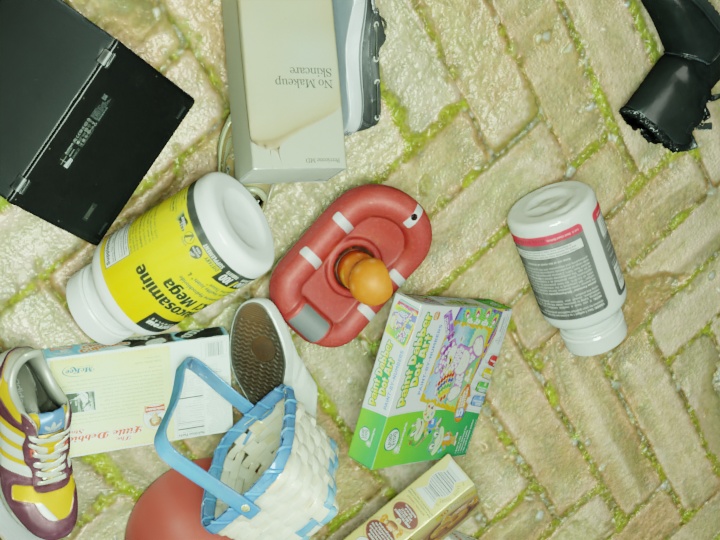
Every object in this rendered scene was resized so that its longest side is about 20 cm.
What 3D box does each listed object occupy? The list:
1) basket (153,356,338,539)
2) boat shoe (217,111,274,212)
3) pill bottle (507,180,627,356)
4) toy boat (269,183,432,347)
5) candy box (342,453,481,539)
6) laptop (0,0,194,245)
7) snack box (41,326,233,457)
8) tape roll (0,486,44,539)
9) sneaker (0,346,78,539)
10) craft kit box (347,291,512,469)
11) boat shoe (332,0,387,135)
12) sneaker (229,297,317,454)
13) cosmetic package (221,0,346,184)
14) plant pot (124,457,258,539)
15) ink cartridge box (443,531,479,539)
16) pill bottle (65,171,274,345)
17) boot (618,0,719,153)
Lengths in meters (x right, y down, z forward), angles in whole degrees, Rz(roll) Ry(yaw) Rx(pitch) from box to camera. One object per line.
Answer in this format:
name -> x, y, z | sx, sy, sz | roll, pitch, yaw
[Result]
basket -> -0.120, 0.191, 1.051 | 0.139, 0.177, 0.200 | -40, 107, 17
boat shoe -> -0.117, -0.093, 1.080 | 0.071, 0.076, 0.202 | 10, 101, -25
pill bottle -> 0.261, 0.001, 1.248 | 0.110, 0.111, 0.201 | -30, 114, -12
toy boat -> 0.000, 0.000, 1.126 | 0.200, 0.131, 0.130 | -49, 117, -3
candy box -> 0.055, 0.323, 1.257 | 0.200, 0.055, 0.116 | -37, 151, -8
laptop -> -0.307, -0.160, 1.019 | 0.188, 0.116, 0.200 | -55, 146, 1
snack box -> -0.241, 0.133, 1.116 | 0.198, 0.037, 0.117 | -6, 106, -21
tape roll -> -0.418, 0.305, 1.046 | 0.199, 0.066, 0.202 | -1, 92, -34
sneaker -> -0.326, 0.176, 1.026 | 0.075, 0.090, 0.201 | -21, 92, -46
craft kit box -> 0.086, 0.129, 1.205 | 0.197, 0.048, 0.201 | 5, 105, -48
boat shoe -> -0.001, -0.247, 1.093 | 0.066, 0.070, 0.202 | -13, 108, -37
sneaker -> -0.094, 0.115, 1.158 | 0.072, 0.085, 0.201 | -2, 112, 21
cosmetic package -> -0.079, -0.193, 1.032 | 0.103, 0.073, 0.202 | -4, 84, -22
plant pot -> -0.150, 0.335, 1.136 | 0.199, 0.177, 0.202 | -6, 107, -21
ink cartridge box -> 0.184, 0.423, 1.318 | 0.199, 0.146, 0.083 | 26, 93, -27
pill bottle -> -0.194, -0.005, 1.021 | 0.199, 0.113, 0.113 | -29, 118, 20
boot -> 0.374, -0.252, 1.246 | 0.198, 0.073, 0.163 | 31, 95, -28
